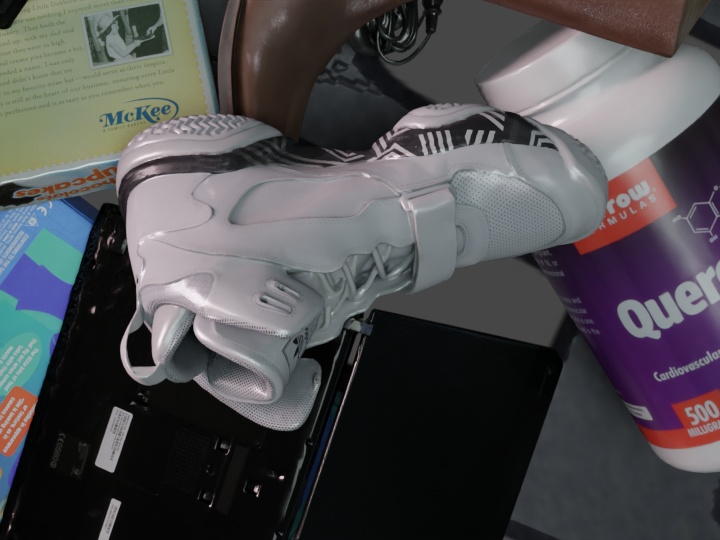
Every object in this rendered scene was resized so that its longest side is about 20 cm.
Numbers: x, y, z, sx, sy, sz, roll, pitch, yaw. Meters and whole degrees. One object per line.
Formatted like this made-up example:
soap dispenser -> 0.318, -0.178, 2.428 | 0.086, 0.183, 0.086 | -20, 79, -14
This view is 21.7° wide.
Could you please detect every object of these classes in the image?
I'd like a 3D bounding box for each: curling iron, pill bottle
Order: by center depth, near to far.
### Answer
curling iron -> -0.012, -0.187, 0.820 | 0.049, 0.025, 0.202 | -24, 98, -24
pill bottle -> 0.133, -0.019, 0.824 | 0.112, 0.112, 0.201 | -34, 103, 0

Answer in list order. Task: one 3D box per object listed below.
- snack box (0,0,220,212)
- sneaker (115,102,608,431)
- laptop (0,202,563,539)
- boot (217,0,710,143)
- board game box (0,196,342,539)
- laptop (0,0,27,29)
snack box -> -0.163, -0.083, 0.788 | 0.198, 0.037, 0.117 | -12, 75, -5
sneaker -> 0.000, 0.000, 0.731 | 0.197, 0.116, 0.076 | 1, 142, 0
laptop -> -0.037, 0.086, 0.828 | 0.198, 0.103, 0.179 | 21, 97, 14
boot -> 0.048, -0.103, 0.750 | 0.198, 0.064, 0.188 | 11, 116, 6
board game box -> -0.117, 0.069, 0.841 | 0.199, 0.045, 0.153 | 38, 93, -12
laptop -> -0.186, -0.205, 0.681 | 0.198, 0.117, 0.187 | 7, 143, -38
